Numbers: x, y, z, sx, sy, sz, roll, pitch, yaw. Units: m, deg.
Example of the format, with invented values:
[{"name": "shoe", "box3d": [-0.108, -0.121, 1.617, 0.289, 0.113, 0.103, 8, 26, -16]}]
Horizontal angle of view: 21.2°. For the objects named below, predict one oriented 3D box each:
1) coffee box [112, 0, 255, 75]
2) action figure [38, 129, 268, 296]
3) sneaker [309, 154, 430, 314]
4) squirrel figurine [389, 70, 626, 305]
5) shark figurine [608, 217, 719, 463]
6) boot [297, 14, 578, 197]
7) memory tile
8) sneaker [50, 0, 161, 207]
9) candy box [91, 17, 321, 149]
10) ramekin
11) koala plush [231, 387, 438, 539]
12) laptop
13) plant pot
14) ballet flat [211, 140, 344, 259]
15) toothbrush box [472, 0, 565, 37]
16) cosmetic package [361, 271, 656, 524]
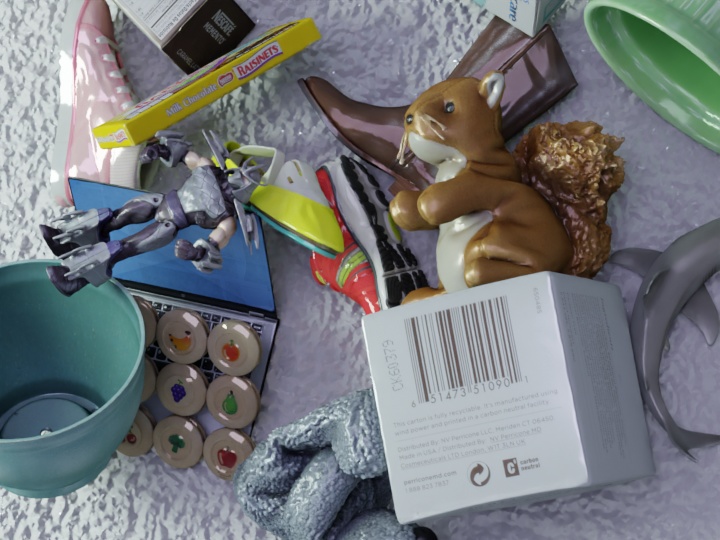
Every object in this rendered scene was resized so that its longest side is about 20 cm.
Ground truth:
[{"name": "coffee box", "box3d": [-0.201, -0.277, 1.761, 0.080, 0.114, 0.200, -45, 72, 2]}, {"name": "action figure", "box3d": [-0.167, -0.044, 1.607, 0.198, 0.069, 0.131, -24, 60, 4]}, {"name": "sneaker", "box3d": [0.000, 0.000, 1.683, 0.085, 0.077, 0.201, -32, 66, 27]}, {"name": "squirrel figurine", "box3d": [0.120, -0.070, 1.608, 0.198, 0.142, 0.189, -7, 78, -19]}, {"name": "shark figurine", "box3d": [0.250, 0.046, 1.587, 0.127, 0.089, 0.217, 9, 80, 18]}, {"name": "boot", "box3d": [0.069, -0.168, 1.689, 0.186, 0.064, 0.200, 44, 96, 6]}, {"name": "memory tile", "box3d": [-0.180, 0.100, 1.695, 0.198, 0.017, 0.155, 11, 110, 18]}, {"name": "sneaker", "box3d": [-0.223, -0.156, 1.765, 0.104, 0.075, 0.202, 2, 83, 14]}, {"name": "candy box", "box3d": [-0.136, -0.164, 1.690, 0.199, 0.102, 0.027, -32, 101, -20]}, {"name": "ramekin", "box3d": [0.288, -0.187, 1.568, 0.200, 0.200, 0.098, 38, 83, 19]}, {"name": "koala plush", "box3d": [-0.001, 0.223, 1.586, 0.183, 0.177, 0.202, -25, 74, 21]}, {"name": "laptop", "box3d": [-0.179, 0.042, 1.690, 0.186, 0.116, 0.202, 11, 82, 18]}, {"name": "plant pot", "box3d": [-0.274, 0.108, 1.635, 0.198, 0.135, 0.202, -1, 47, 1]}, {"name": "ballet flat", "box3d": [-0.074, -0.070, 1.674, 0.199, 0.067, 0.068, 26, 91, 50]}, {"name": "toothbrush box", "box3d": [0.115, -0.321, 1.673, 0.199, 0.086, 0.147, 32, 66, 19]}, {"name": "cosmetic package", "box3d": [0.122, 0.102, 1.532, 0.163, 0.200, 0.167, -14, 81, 23]}]
